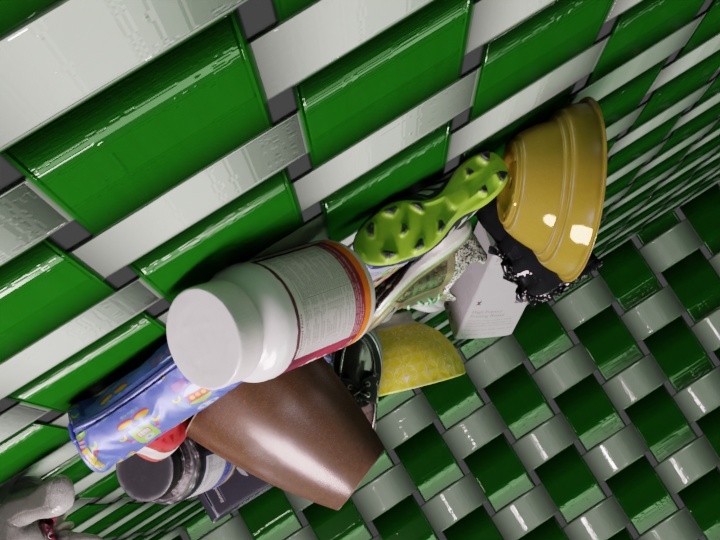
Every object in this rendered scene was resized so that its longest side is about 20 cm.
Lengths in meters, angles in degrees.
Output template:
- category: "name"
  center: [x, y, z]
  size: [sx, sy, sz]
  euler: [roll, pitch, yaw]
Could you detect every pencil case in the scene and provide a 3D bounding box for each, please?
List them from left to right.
- category: "pencil case"
  center: [-0.208, 0.124, 1.129]
  size: [0.199, 0.079, 0.087]
  euler: [-34, 150, 9]

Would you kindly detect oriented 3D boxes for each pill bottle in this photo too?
- category: "pill bottle"
  center: [-0.250, 0.257, 1.524]
  size: [0.111, 0.113, 0.200]
  euler: [-34, 169, 13]
- category: "pill bottle"
  center: [-0.081, 0.040, 1.039]
  size: [0.109, 0.110, 0.199]
  euler: [-40, 168, 35]

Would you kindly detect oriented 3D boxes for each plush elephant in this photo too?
- category: "plush elephant"
  center: [-0.389, 0.332, 1.345]
  size: [0.197, 0.167, 0.154]
  euler: [-6, 168, 28]

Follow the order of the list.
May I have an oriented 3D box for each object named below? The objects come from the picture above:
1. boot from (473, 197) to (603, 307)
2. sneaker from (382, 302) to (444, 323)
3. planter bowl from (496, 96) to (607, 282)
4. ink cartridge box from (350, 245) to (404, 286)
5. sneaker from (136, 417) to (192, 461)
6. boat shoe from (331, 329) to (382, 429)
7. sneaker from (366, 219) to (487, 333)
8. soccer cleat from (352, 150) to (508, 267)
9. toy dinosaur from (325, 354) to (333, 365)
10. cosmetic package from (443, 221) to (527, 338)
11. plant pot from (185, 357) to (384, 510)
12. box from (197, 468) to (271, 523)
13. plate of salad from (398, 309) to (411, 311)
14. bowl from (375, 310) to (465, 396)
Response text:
- category: "boot"
  center: [0.240, -0.064, 1.365]
  size: [0.197, 0.164, 0.073]
  euler: [-35, 171, 15]
- category: "sneaker"
  center: [0.047, 0.015, 1.467]
  size: [0.199, 0.070, 0.081]
  euler: [-11, 130, -47]
- category: "planter bowl"
  center: [0.198, -0.092, 1.213]
  size: [0.082, 0.203, 0.201]
  euler: [5, 162, -7]
- category: "ink cartridge box"
  center: [0.000, 0.000, 1.298]
  size: [0.200, 0.042, 0.119]
  euler: [-40, 168, 27]
- category: "sneaker"
  center: [-0.217, 0.159, 1.271]
  size: [0.115, 0.079, 0.200]
  euler: [-34, 171, 14]
- category: "boat shoe"
  center: [-0.002, 0.159, 1.448]
  size: [0.067, 0.057, 0.202]
  euler: [-3, 122, -4]
- category: "sneaker"
  center: [0.079, 0.020, 1.366]
  size: [0.200, 0.089, 0.077]
  euler: [-42, -160, 7]
- category: "soccer cleat"
  center: [0.075, -0.057, 1.184]
  size: [0.199, 0.068, 0.081]
  euler: [-32, 172, -18]
- category: "toy dinosaur"
  center: [-0.093, 0.128, 1.536]
  size: [0.104, 0.200, 0.183]
  euler: [-31, 132, -19]
- category: "cosmetic package"
  center: [0.199, 0.012, 1.633]
  size: [0.100, 0.075, 0.201]
  euler: [-4, 143, -17]
- category: "plant pot"
  center: [-0.075, 0.186, 1.333]
  size: [0.188, 0.199, 0.187]
  euler: [-51, 176, -5]
- category: "box"
  center: [-0.176, 0.270, 1.707]
  size: [0.198, 0.149, 0.104]
  euler: [-28, 170, -18]
- category: "plate of salad"
  center: [0.081, 0.028, 1.638]
  size: [0.199, 0.048, 0.200]
  euler: [-32, 169, -7]
- category: "bowl"
  center: [0.049, 0.122, 1.642]
  size: [0.197, 0.109, 0.200]
  euler: [-14, 176, -1]
